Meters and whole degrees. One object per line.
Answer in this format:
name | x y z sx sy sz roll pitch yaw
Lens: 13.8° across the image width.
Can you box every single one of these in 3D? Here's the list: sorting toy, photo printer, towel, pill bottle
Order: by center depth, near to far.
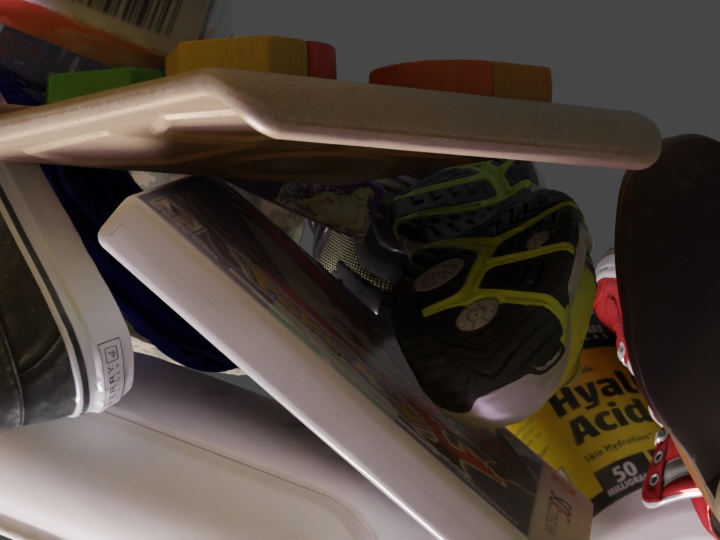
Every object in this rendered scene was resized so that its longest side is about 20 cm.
sorting toy | -0.026 -0.054 1.012 0.184 0.037 0.199 3 178 -39
photo printer | -0.042 0.088 1.109 0.199 0.070 0.166 19 -175 21
towel | -0.132 -0.038 1.197 0.200 0.050 0.148 39 173 46
pill bottle | 0.100 0.083 1.348 0.111 0.111 0.200 26 -159 -37

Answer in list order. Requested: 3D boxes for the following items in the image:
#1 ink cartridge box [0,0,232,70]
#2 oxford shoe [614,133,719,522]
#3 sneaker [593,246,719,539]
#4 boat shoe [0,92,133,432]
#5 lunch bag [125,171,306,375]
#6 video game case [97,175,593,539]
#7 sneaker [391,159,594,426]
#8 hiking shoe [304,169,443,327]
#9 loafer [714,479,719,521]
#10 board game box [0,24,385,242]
ink cartridge box | -0.129 -0.104 1.105 0.161 0.050 0.200 21 169 0
oxford shoe | 0.125 0.026 1.085 0.071 0.071 0.201 54 167 52
sneaker | 0.142 0.055 1.250 0.071 0.113 0.200 20 176 -22
boat shoe | -0.154 -0.020 1.069 0.071 0.072 0.200 -17 -134 -26
lunch bag | -0.149 -0.033 1.413 0.199 0.118 0.164 19 175 -30
video game case | 0.002 0.039 1.051 0.200 0.023 0.182 41 -173 1
sneaker | 0.057 0.015 1.061 0.077 0.075 0.200 62 -170 -16
hiking shoe | 0.000 0.000 1.296 0.075 0.101 0.200 21 173 -3
loafer | 0.209 0.061 0.949 0.199 0.068 0.076 8 167 -21
board game box | -0.078 -0.062 1.242 0.120 0.032 0.200 29 179 -24
